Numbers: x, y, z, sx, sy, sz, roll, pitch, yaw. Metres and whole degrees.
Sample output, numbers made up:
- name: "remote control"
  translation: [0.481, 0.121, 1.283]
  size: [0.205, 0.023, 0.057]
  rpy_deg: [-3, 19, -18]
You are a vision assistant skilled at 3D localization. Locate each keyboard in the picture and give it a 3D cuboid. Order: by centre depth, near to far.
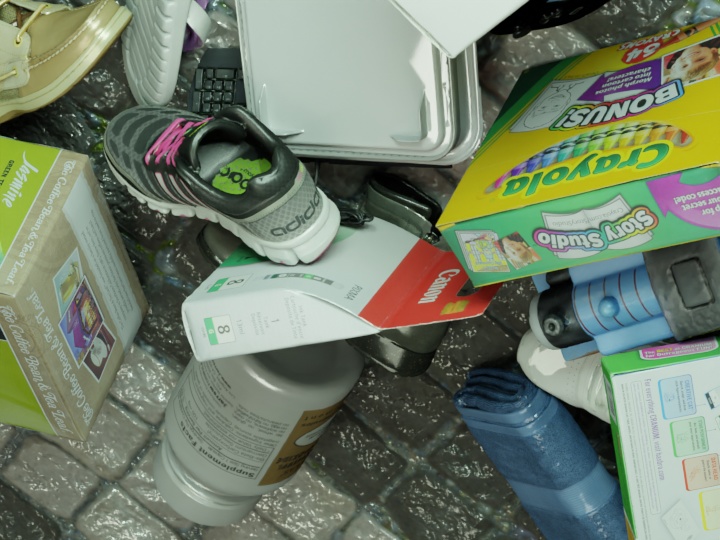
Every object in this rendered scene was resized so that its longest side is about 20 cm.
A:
- name: "keyboard"
  translation: [-0.031, -0.087, 1.689]
  size: [0.199, 0.021, 0.128]
  rpy_deg: [4, 92, 26]

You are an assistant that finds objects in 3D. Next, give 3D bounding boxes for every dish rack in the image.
- name: "dish rack"
  translation: [-0.011, -0.161, 1.610]
  size: [0.171, 0.044, 0.201]
  rpy_deg: [5, 112, 25]

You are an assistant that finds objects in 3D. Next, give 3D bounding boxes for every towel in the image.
- name: "towel"
  translation: [0.152, 0.157, 1.800]
  size: [0.200, 0.049, 0.112]
  rpy_deg: [55, 162, -18]

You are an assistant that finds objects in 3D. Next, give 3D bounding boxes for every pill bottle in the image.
- name: "pill bottle"
  translation: [-0.083, 0.103, 1.856]
  size: [0.114, 0.114, 0.200]
  rpy_deg: [32, 135, 0]

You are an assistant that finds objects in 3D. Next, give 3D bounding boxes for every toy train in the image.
- name: "toy train"
  translation: [0.197, 0.006, 1.616]
  size: [0.200, 0.114, 0.087]
  rpy_deg: [-17, 94, 35]

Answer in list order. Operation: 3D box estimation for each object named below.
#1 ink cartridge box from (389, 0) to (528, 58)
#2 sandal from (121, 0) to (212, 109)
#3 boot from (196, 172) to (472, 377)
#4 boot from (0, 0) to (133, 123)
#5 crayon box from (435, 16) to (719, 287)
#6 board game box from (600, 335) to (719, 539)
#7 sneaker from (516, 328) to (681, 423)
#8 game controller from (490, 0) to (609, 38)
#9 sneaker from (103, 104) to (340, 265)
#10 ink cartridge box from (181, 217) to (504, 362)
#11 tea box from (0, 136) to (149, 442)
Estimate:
- name: "ink cartridge box"
  translation: [0.102, -0.230, 1.416]
  size: [0.084, 0.200, 0.146]
  rpy_deg: [44, 134, -10]
- name: "sandal"
  translation: [-0.122, -0.181, 1.678]
  size: [0.050, 0.083, 0.203]
  rpy_deg: [-9, 147, -21]
- name: "boot"
  translation: [-0.008, -0.022, 1.761]
  size: [0.200, 0.068, 0.131]
  rpy_deg: [28, 124, 3]
- name: "boot"
  translation: [-0.260, -0.188, 1.728]
  size: [0.156, 0.073, 0.200]
  rpy_deg: [51, 145, -17]
- name: "crayon box"
  translation: [0.167, -0.078, 1.531]
  size: [0.200, 0.173, 0.058]
  rpy_deg: [-13, 120, 35]
- name: "board game box"
  translation: [0.264, 0.113, 1.580]
  size: [0.199, 0.040, 0.153]
  rpy_deg: [-10, 105, -1]
- name: "sneaker"
  translation: [0.201, 0.081, 1.695]
  size: [0.199, 0.100, 0.075]
  rpy_deg: [15, 115, 12]
- name: "game controller"
  translation: [0.162, -0.198, 1.487]
  size: [0.200, 0.104, 0.042]
  rpy_deg: [-34, 67, 43]
- name: "sneaker"
  translation: [-0.101, -0.076, 1.643]
  size: [0.200, 0.074, 0.088]
  rpy_deg: [28, 156, 36]
- name: "ink cartridge box"
  translation: [0.000, 0.000, 1.646]
  size: [0.199, 0.161, 0.050]
  rpy_deg: [-11, 106, 20]
- name: "tea box"
  translation: [-0.286, 0.006, 1.836]
  size: [0.196, 0.134, 0.200]
  rpy_deg: [13, 149, 19]
